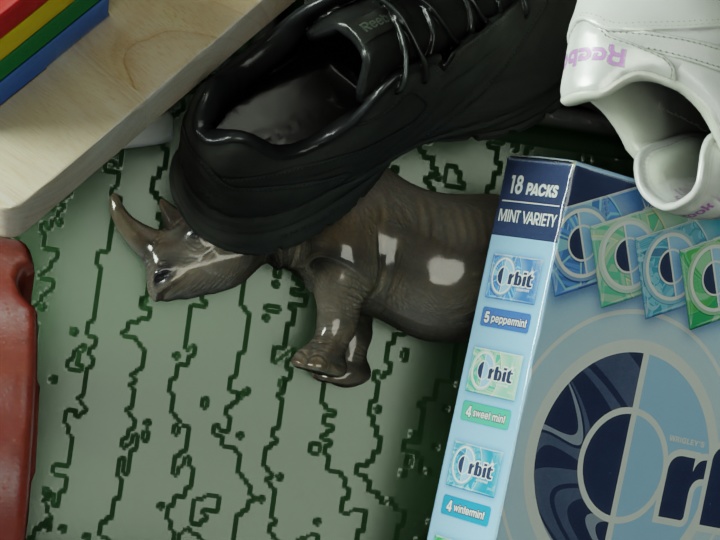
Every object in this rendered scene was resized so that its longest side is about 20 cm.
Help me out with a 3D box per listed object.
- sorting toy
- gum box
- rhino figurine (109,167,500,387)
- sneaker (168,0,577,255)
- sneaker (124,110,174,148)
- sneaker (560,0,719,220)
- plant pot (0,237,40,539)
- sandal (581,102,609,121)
[{"bbox_3d":[-0.123,-0.147,0.832,0.200,0.070,0.199,39,63,16],"label":"sorting toy"},{"bbox_3d":[0.110,0.074,0.895,0.169,0.044,0.202,14,87,-34],"label":"gum box"},{"bbox_3d":[0.000,0.000,0.913,0.198,0.060,0.088,16,82,-3],"label":"rhino figurine"},{"bbox_3d":[0.020,-0.079,0.855,0.199,0.091,0.076,-36,76,-11],"label":"sneaker"},{"bbox_3d":[-0.163,-0.099,0.890,0.198,0.071,0.100,9,93,-2],"label":"sneaker"},{"bbox_3d":[0.145,-0.045,0.867,0.199,0.075,0.100,34,65,-25],"label":"sneaker"},{"bbox_3d":[-0.216,0.057,0.832,0.193,0.201,0.203,5,89,-13],"label":"plant pot"},{"bbox_3d":[0.108,-0.084,0.927,0.200,0.055,0.082,38,86,-4],"label":"sandal"}]
